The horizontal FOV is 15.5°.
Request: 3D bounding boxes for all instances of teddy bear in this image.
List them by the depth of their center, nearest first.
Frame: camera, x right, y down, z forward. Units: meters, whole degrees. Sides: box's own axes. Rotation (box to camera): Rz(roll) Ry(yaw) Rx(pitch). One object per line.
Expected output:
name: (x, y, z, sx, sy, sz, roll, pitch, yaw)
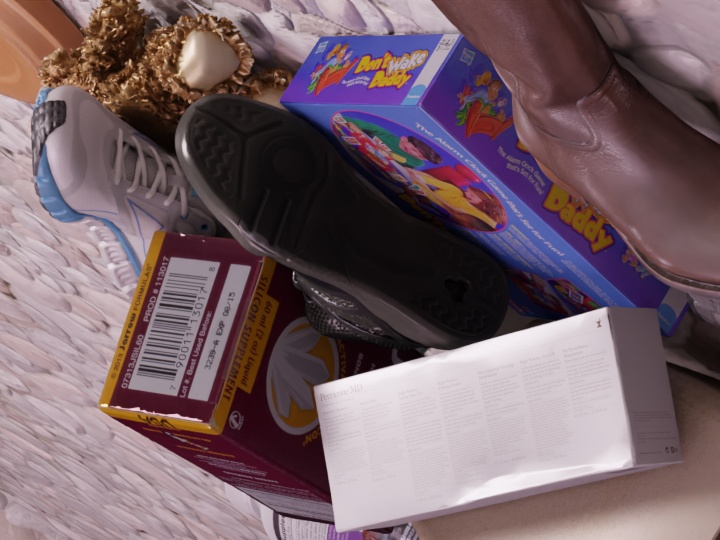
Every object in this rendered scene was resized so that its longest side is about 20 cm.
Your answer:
teddy bear: (-0.104, -0.105, 1.514, 0.145, 0.067, 0.200, 26, 160, -14)

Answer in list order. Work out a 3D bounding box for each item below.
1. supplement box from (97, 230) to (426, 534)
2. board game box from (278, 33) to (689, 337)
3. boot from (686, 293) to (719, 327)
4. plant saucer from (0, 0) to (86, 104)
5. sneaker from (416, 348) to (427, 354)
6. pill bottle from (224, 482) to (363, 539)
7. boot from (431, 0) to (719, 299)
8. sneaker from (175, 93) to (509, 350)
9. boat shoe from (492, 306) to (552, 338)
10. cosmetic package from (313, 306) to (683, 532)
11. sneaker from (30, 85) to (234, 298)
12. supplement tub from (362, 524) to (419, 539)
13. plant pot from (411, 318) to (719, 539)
supplement box: (-0.048, 0.067, 1.519, 0.085, 0.111, 0.200, 7, 162, 35)
board game box: (0.070, -0.044, 1.374, 0.200, 0.045, 0.134, 41, 163, -29)
boot: (0.205, 0.007, 1.243, 0.131, 0.070, 0.200, 32, 161, 21)
plant saucer: (-0.254, -0.164, 1.658, 0.200, 0.032, 0.200, 30, 164, 9)
sneaker: (0.000, 0.000, 1.585, 0.118, 0.074, 0.200, 37, 175, 6)
pill bottle: (-0.009, 0.187, 2.112, 0.200, 0.112, 0.111, 21, 162, 34)
boot: (0.104, -0.082, 1.149, 0.186, 0.064, 0.200, 28, 162, 40)
sneaker: (-0.026, -0.018, 1.413, 0.199, 0.076, 0.114, 31, 160, -17)
boat shoe: (0.091, 0.040, 1.581, 0.072, 0.070, 0.201, 50, -178, 35)
cosmetic package: (0.069, 0.079, 1.381, 0.200, 0.083, 0.051, -16, 170, 39)
sneaker: (-0.121, -0.049, 1.499, 0.086, 0.075, 0.200, -4, 157, 18)
supplement tub: (0.107, 0.209, 1.946, 0.200, 0.107, 0.107, 32, 165, 15)
plant pot: (0.149, 0.136, 1.451, 0.177, 0.200, 0.200, 36, -170, 31)
